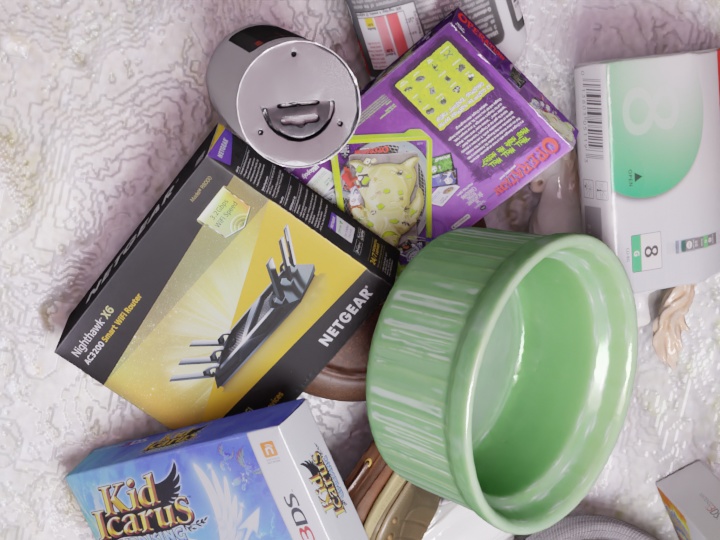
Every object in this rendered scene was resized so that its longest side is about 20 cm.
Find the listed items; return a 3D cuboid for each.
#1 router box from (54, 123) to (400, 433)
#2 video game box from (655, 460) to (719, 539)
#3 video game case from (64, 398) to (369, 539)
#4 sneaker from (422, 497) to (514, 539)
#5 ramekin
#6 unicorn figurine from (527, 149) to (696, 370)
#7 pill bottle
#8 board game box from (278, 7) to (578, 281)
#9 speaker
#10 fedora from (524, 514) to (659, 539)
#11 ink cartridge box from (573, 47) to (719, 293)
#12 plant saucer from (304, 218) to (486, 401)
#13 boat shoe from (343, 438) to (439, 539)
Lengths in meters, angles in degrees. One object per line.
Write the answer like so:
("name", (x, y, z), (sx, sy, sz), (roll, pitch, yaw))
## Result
("router box", (-0.093, 0.022, 1.436), (0.157, 0.052, 0.200), (34, 118, -12))
("video game box", (0.289, 0.250, 1.500), (0.046, 0.200, 0.184), (-24, 102, -2))
("video game case", (-0.089, 0.196, 1.455), (0.199, 0.045, 0.183), (-16, 104, 33))
("sneaker", (0.077, 0.194, 1.529), (0.199, 0.078, 0.100), (-27, 111, 5))
("ramekin", (0.092, 0.066, 1.389), (0.199, 0.097, 0.202), (-20, 117, -47))
("unicorn figurine", (0.160, -0.016, 1.505), (0.199, 0.074, 0.138), (27, 86, -27))
("pill bottle", (0.048, -0.186, 1.425), (0.115, 0.116, 0.202), (-19, 105, -5))
("board game box", (0.036, -0.074, 1.405), (0.120, 0.032, 0.200), (46, 124, -10))
("speaker", (-0.054, -0.118, 1.378), (0.080, 0.200, 0.082), (-2, 100, -9))
("fedora", (0.167, 0.276, 1.530), (0.200, 0.090, 0.177), (43, 70, -13))
("ink cartridge box", (0.245, -0.076, 1.476), (0.198, 0.050, 0.163), (-8, 99, -26))
("plant saucer", (0.000, 0.000, 1.496), (0.198, 0.034, 0.202), (-2, 101, -9))
("boat shoe", (0.041, 0.113, 1.481), (0.201, 0.067, 0.072), (-57, 146, -17))
